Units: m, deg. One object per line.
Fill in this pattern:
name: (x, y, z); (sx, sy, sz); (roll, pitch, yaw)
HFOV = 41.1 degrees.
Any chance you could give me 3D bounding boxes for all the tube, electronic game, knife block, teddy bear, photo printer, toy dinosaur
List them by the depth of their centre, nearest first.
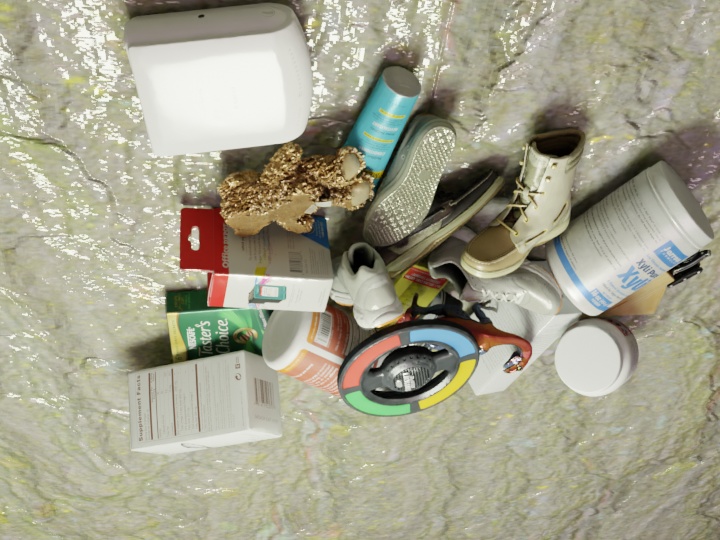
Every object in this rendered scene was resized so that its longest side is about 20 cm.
photo printer: (-0.152, -0.214, 1.082); (0.196, 0.070, 0.168); (-6, 137, -4)
tube: (0.015, -0.162, 1.192); (0.076, 0.051, 0.201); (17, 139, -12)
teddy bear: (-0.080, -0.106, 1.207); (0.197, 0.068, 0.145); (-22, 148, 23)
electronic game: (0.065, 0.133, 1.284); (0.196, 0.042, 0.202); (-10, 140, -8)
toy dinosaur: (0.151, 0.102, 1.337); (0.178, 0.200, 0.107); (13, 100, 9)
knife block: (0.403, -0.014, 1.406); (0.196, 0.065, 0.177); (-2, 136, -8)

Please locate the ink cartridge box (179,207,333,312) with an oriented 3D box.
ink cartridge box: (-0.141, -0.015, 1.262); (0.196, 0.118, 0.068); (4, 137, -14)

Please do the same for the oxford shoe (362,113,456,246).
oxford shoe: (0.061, -0.116, 1.226); (0.074, 0.058, 0.202); (12, 125, -25)

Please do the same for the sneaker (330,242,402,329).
sneaker: (0.000, 0.000, 1.263); (0.075, 0.200, 0.094); (-18, 111, -15)

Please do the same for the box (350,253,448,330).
box: (0.050, 0.047, 1.412); (0.074, 0.051, 0.201); (18, 130, -26)

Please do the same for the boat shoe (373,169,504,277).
boat shoe: (0.101, -0.073, 1.281); (0.200, 0.072, 0.066); (-40, 89, 13)

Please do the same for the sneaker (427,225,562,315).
sneaker: (0.179, 0.021, 1.321); (0.198, 0.092, 0.076); (28, 142, 8)

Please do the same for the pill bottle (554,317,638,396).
pill bottle: (0.356, 0.129, 1.448); (0.112, 0.115, 0.199); (-27, 169, 18)

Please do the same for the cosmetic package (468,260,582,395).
cosmetic package: (0.228, 0.087, 1.441); (0.070, 0.102, 0.201); (-1, 142, -41)

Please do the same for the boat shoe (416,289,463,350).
boat shoe: (0.086, 0.107, 1.466); (0.067, 0.074, 0.201); (23, 120, -20)

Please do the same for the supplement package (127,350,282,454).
supplement package: (-0.231, 0.199, 1.425); (0.197, 0.120, 0.117); (-12, 164, 19)

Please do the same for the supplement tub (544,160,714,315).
supplement tub: (0.365, -0.041, 1.319); (0.199, 0.133, 0.131); (-37, 131, 27)

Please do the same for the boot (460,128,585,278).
boot: (0.211, -0.089, 1.239); (0.198, 0.072, 0.156); (-31, 145, -30)

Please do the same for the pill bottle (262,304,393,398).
pill bottle: (-0.032, 0.118, 1.358); (0.198, 0.113, 0.112); (28, 126, -30)

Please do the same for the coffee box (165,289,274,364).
coffee box: (-0.183, 0.081, 1.408); (0.196, 0.044, 0.124); (-3, 137, -8)
